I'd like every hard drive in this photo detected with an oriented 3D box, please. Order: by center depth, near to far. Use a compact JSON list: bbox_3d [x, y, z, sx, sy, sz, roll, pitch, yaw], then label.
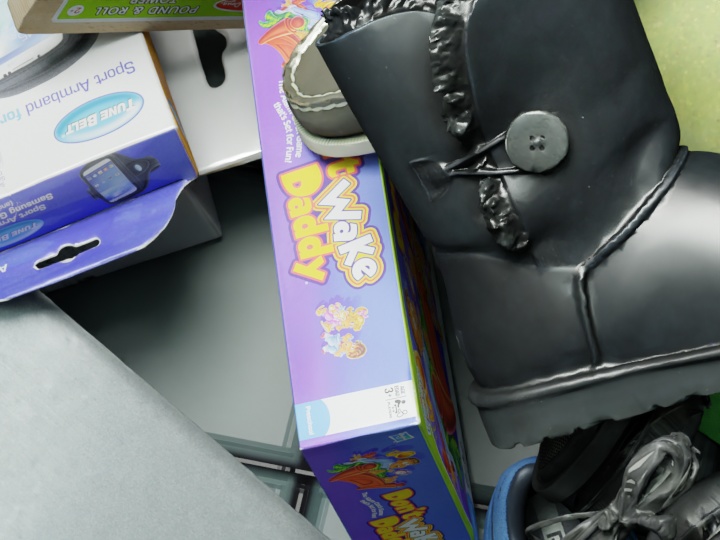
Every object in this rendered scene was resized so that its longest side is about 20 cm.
[{"bbox_3d":[-0.111,0.112,1.044,0.200,0.033,0.140,40,80,-1],"label":"hard drive"}]

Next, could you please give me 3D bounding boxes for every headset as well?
[{"bbox_3d":[0.122,0.073,0.960,0.123,0.200,0.094,45,117,16],"label":"headset"}]

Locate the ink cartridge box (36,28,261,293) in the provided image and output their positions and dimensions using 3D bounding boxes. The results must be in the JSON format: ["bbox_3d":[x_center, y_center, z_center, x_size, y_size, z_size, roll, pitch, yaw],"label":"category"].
[{"bbox_3d":[-0.132,-0.057,1.122,0.199,0.067,0.116,-17,68,5],"label":"ink cartridge box"}]

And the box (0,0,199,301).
[{"bbox_3d":[-0.142,-0.082,1.064,0.118,0.042,0.201,-22,54,0],"label":"box"}]

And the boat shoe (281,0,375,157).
[{"bbox_3d":[0.050,-0.116,0.946,0.201,0.060,0.072,-34,53,9],"label":"boat shoe"}]

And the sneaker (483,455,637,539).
[{"bbox_3d":[0.098,0.162,0.999,0.066,0.078,0.201,-25,70,0],"label":"sneaker"}]

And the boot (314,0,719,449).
[{"bbox_3d":[0.100,-0.046,0.883,0.199,0.076,0.169,-18,105,14],"label":"boot"}]

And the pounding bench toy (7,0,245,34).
[{"bbox_3d":[-0.047,-0.193,1.043,0.199,0.124,0.157,-5,62,-34],"label":"pounding bench toy"}]

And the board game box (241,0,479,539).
[{"bbox_3d":[0.000,0.000,1.028,0.045,0.135,0.201,-12,62,7],"label":"board game box"}]

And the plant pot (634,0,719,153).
[{"bbox_3d":[0.125,-0.069,1.026,0.183,0.200,0.202,-8,69,20],"label":"plant pot"}]
